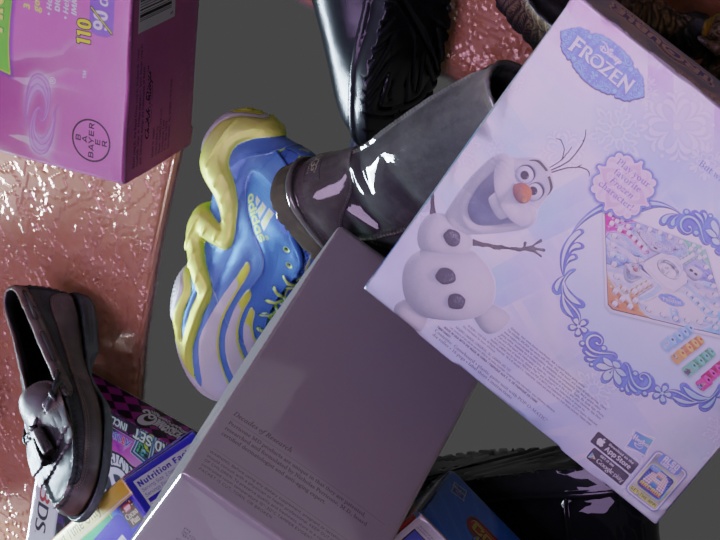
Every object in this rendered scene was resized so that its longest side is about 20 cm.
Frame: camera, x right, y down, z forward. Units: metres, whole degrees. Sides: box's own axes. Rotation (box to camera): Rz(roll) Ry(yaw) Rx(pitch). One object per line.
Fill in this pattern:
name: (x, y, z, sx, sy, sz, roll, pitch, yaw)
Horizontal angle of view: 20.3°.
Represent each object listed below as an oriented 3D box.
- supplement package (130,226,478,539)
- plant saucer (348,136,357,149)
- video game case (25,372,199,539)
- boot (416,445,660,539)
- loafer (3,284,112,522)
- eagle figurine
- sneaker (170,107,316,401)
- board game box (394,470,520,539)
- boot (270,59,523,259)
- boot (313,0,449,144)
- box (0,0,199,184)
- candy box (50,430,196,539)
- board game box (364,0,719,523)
supplement package: (-0.027, 0.100, 1.146, 0.119, 0.201, 0.121, 34, 142, -3)
plant saucer: (0.000, 0.000, 1.295, 0.070, 0.019, 0.202, 29, 120, 22)
video game case: (-0.153, 0.188, 1.453, 0.199, 0.036, 0.183, 27, 121, 24)
boot: (0.108, 0.198, 1.254, 0.198, 0.076, 0.170, -8, 98, 29)
loafer: (-0.214, 0.087, 1.370, 0.072, 0.062, 0.201, -51, 33, 28)
eagle figurine: (0.124, -0.164, 1.091, 0.199, 0.151, 0.153, 28, 131, 10)
sneaker: (-0.064, 0.002, 1.290, 0.105, 0.075, 0.202, 24, 119, 43)
board game box: (0.054, 0.254, 1.213, 0.200, 0.056, 0.196, 46, 123, 0)
boot: (0.064, -0.031, 1.163, 0.199, 0.073, 0.182, -22, 130, 39)
boot: (-0.030, -0.190, 1.205, 0.167, 0.076, 0.202, 27, 129, 33)
box: (-0.212, -0.173, 1.309, 0.198, 0.097, 0.178, 16, 115, 19)
candy box: (-0.119, 0.236, 1.368, 0.201, 0.077, 0.169, 54, 137, 6)
board game box: (0.135, -0.007, 1.031, 0.199, 0.043, 0.200, 39, 117, 5)
